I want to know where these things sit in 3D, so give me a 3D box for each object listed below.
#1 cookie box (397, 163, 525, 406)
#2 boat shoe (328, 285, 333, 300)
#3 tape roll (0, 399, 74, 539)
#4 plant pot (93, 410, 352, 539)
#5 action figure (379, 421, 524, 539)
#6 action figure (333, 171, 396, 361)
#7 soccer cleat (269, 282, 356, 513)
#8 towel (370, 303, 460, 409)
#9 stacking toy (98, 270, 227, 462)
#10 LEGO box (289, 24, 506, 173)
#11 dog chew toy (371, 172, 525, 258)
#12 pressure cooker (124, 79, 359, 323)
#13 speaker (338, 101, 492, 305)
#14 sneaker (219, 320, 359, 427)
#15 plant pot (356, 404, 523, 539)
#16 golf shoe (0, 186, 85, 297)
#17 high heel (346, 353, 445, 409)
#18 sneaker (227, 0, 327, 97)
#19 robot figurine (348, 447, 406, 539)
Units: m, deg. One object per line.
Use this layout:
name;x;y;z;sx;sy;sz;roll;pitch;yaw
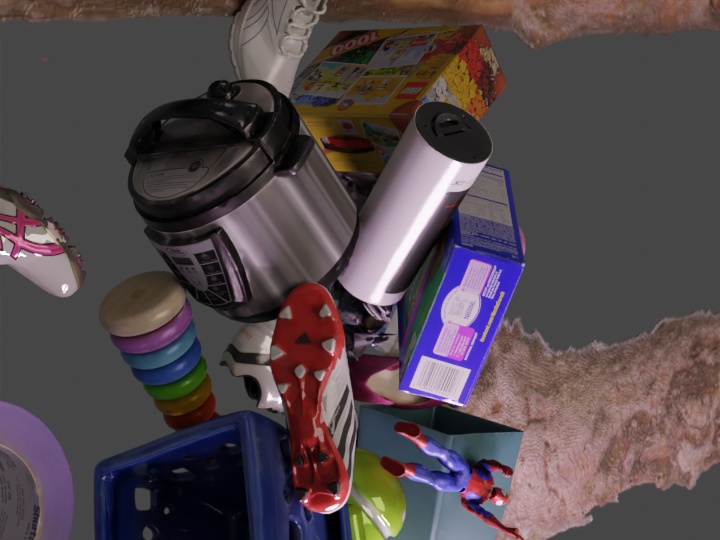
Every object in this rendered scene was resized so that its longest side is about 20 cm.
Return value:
cookie box;0.095;0.005;1.277;0.201;0.074;0.173;-87;-165;-61
boat shoe;-0.065;-0.052;1.313;0.072;0.070;0.202;-33;117;-39
tape roll;-0.339;0.198;1.040;0.199;0.084;0.203;-6;98;-47
plant pot;-0.115;0.259;1.181;0.179;0.198;0.203;21;55;-53
action figure;0.116;0.221;1.328;0.199;0.098;0.066;32;80;-48
action figure;0.000;0.000;1.345;0.069;0.129;0.203;8;92;-39
soccer cleat;-0.038;0.113;1.135;0.085;0.068;0.203;10;72;-78
towel;0.081;0.057;1.505;0.199;0.024;0.148;37;69;-33
stacking toy;-0.177;0.104;1.213;0.085;0.085;0.202;-42;128;-35
LEGO box;0.025;-0.175;1.304;0.149;0.198;0.078;-52;129;-30
dog chew toy;0.104;-0.058;1.430;0.199;0.124;0.126;34;69;-20
pressure cooker;-0.114;-0.075;1.161;0.175;0.179;0.201;-31;126;4
speaker;0.046;-0.061;1.196;0.081;0.081;0.201;-23;153;-43
sneaker;-0.076;0.122;1.338;0.080;0.073;0.200;-49;124;-13
plant pot;0.077;0.268;1.466;0.140;0.140;0.203;6;95;-47
golf shoe;-0.315;-0.036;1.051;0.200;0.072;0.093;47;68;-29
high heel;0.054;0.124;1.417;0.198;0.096;0.068;18;88;-33
sneaker;-0.075;-0.259;1.268;0.074;0.086;0.203;6;92;-49
robot figurine;-0.036;0.268;1.331;0.200;0.175;0.116;-42;95;-12
